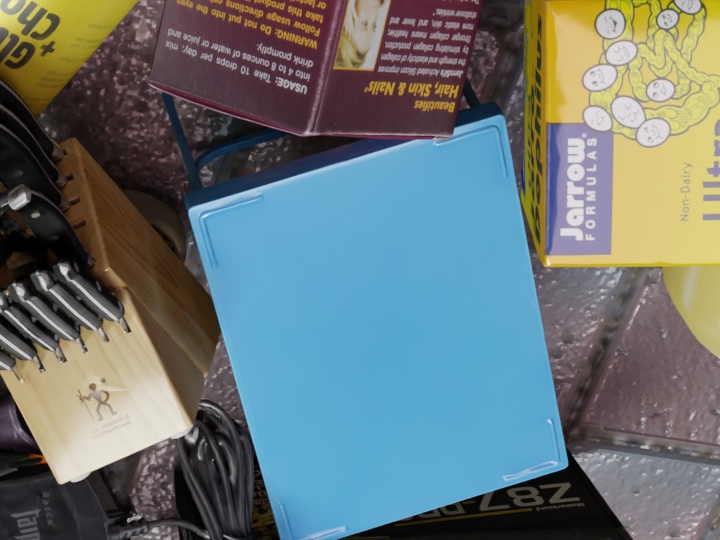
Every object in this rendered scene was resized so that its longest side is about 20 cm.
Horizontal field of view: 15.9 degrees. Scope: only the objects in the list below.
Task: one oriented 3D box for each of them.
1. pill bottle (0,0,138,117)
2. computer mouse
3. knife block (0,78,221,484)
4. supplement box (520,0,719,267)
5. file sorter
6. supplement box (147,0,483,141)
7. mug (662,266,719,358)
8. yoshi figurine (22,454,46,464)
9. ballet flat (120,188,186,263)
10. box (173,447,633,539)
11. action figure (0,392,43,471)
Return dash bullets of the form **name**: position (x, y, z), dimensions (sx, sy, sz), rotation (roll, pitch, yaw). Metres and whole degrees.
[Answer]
- **pill bottle**: position (-0.163, -0.112, 1.051), dimensions (0.112, 0.112, 0.200), rotation (32, 110, -32)
- **computer mouse**: position (-0.130, 0.147, 1.112), dimensions (0.199, 0.046, 0.141), rotation (-16, 86, -22)
- **knife block**: position (-0.128, -0.012, 1.061), dimensions (0.064, 0.200, 0.176), rotation (-22, 103, 8)
- **supplement box**: position (0.167, -0.068, 1.033), dimensions (0.198, 0.110, 0.110), rotation (-1, 106, -1)
- **file sorter**: position (0.000, 0.000, 1.170), dimensions (0.138, 0.123, 0.201), rotation (-16, 127, -4)
- **supplement box**: position (-0.002, -0.158, 1.018), dimensions (0.110, 0.085, 0.201), rotation (-4, 110, -57)
- **mug**: position (0.197, -0.042, 1.211), dimensions (0.149, 0.186, 0.154), rotation (-33, 149, -40)
- **yoshi figurine**: position (-0.199, 0.155, 1.228), dimensions (0.112, 0.112, 0.201), rotation (0, 106, 23)
- **ballet flat**: position (-0.171, -0.014, 1.147), dimensions (0.199, 0.070, 0.070), rotation (3, 123, -18)
- **box**: position (0.019, 0.134, 1.244), dimensions (0.198, 0.161, 0.049), rotation (-6, 113, -11)
- **action figure**: position (-0.237, 0.086, 1.150), dimensions (0.199, 0.131, 0.069), rotation (-22, 169, 13)
